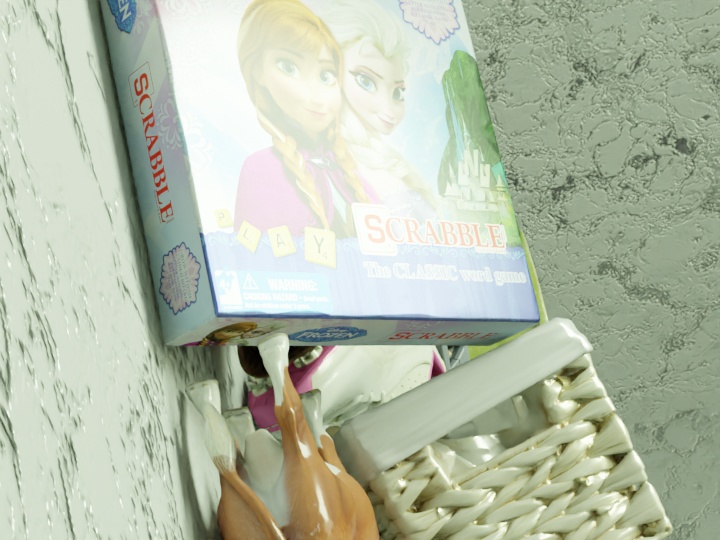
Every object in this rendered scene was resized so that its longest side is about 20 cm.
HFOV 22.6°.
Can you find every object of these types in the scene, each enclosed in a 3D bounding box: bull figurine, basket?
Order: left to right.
[{"bbox_3d":[-0.029,0.109,0.801,0.200,0.065,0.122,85,-14,-73],"label":"bull figurine"},{"bbox_3d":[0.060,0.123,0.944,0.123,0.135,0.200,62,-15,10],"label":"basket"}]

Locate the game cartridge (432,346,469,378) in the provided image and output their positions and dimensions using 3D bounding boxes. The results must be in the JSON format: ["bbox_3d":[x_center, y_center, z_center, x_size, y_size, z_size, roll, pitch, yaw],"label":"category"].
[{"bbox_3d":[0.000,0.000,1.181,0.042,0.133,0.200,-52,149,-31],"label":"game cartridge"}]

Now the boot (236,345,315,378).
[{"bbox_3d":[-0.034,-0.001,0.949,0.200,0.077,0.155,120,-17,-47],"label":"boot"}]

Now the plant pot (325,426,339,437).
[{"bbox_3d":[0.067,0.168,1.137,0.200,0.200,0.177,-82,151,-83],"label":"plant pot"}]

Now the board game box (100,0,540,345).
[{"bbox_3d":[-0.018,-0.064,0.834,0.200,0.041,0.200,2,69,-43],"label":"board game box"}]

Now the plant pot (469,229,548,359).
[{"bbox_3d":[0.070,0.084,1.513,0.200,0.184,0.201,-13,90,-87],"label":"plant pot"}]

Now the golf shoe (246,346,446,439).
[{"bbox_3d":[0.002,0.058,1.019,0.092,0.075,0.200,58,27,-6],"label":"golf shoe"}]
